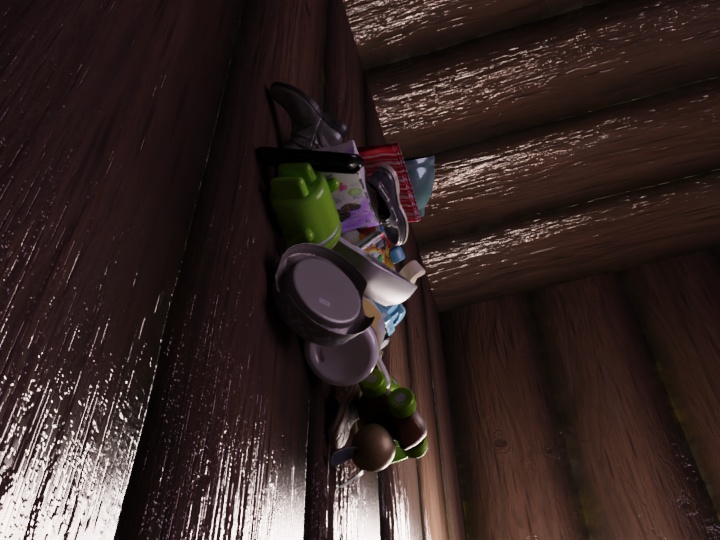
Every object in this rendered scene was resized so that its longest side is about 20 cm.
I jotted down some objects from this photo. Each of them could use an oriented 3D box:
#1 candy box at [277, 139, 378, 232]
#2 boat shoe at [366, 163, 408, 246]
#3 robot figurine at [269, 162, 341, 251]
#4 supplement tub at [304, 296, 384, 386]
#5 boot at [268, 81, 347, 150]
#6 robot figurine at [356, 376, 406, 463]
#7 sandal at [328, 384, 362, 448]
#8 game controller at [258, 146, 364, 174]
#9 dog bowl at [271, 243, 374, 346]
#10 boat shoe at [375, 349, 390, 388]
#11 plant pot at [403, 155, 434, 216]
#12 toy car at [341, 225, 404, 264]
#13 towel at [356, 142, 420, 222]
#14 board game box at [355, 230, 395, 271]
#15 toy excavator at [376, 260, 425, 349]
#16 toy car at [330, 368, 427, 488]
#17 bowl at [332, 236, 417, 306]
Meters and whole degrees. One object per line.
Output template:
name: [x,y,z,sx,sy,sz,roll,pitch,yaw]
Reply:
candy box: [-0.065,-0.163,1.702,0.201,0.165,0.072,64,18,-53]
boat shoe: [0.052,-0.128,1.735,0.072,0.063,0.202,26,-38,39]
robot figurine: [-0.104,-0.111,1.567,0.177,0.114,0.201,-70,151,-42]
supplement tub: [-0.027,0.128,1.613,0.200,0.143,0.147,-64,139,-75]
boot: [-0.133,-0.297,1.723,0.199,0.131,0.068,35,-16,-5]
robot figurine: [0.048,0.324,1.817,0.175,0.114,0.203,159,-83,-77]
sandal: [-0.036,0.281,1.646,0.200,0.053,0.081,-55,144,-58]
game controller: [-0.093,-0.216,1.554,0.104,0.197,0.043,39,57,-77]
dog bowl: [-0.069,0.047,1.447,0.198,0.059,0.202,25,38,-21]
boat shoe: [0.015,0.181,1.763,0.068,0.075,0.201,2,41,-41]
plant pot: [0.082,-0.183,1.877,0.200,0.197,0.136,-53,134,-77]
toy car: [-0.014,-0.070,1.935,0.186,0.175,0.200,65,23,-4]
towel: [0.041,-0.183,1.767,0.023,0.143,0.202,-63,141,-45]
board game box: [-0.006,0.013,1.855,0.199,0.034,0.128,-37,122,-32]
toy excavator: [0.075,0.077,2.002,0.100,0.199,0.195,46,-11,22]
toy car: [0.017,0.329,1.589,0.157,0.200,0.165,27,-32,39]
bowl: [0.000,0.000,1.706,0.199,0.075,0.199,34,3,41]
